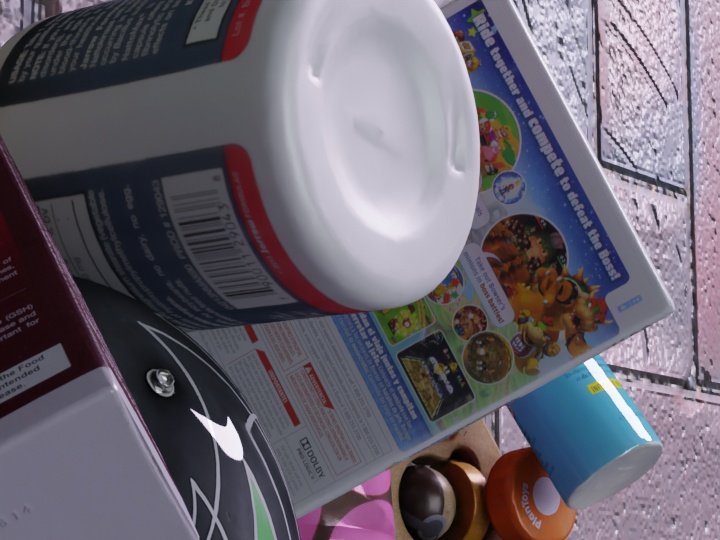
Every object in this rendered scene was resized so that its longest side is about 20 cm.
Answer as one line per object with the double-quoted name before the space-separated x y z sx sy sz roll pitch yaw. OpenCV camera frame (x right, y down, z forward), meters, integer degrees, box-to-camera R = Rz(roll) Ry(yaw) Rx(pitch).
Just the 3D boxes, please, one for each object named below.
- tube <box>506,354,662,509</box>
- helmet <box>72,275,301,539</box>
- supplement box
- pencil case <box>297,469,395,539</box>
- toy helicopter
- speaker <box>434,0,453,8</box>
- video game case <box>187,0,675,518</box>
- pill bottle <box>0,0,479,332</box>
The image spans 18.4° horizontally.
"tube" 0.064 0.014 1.019 0.201 0.050 0.077 58 21 22
"helmet" -0.109 0.106 0.715 0.190 0.199 0.201 -37 114 -35
"supplement box" -0.129 0.025 0.621 0.200 0.108 0.061 56 -8 53
"pencil case" -0.037 0.030 0.917 0.094 0.090 0.202 147 -60 -81
"toy helicopter" 0.004 0.065 0.996 0.132 0.079 0.201 -29 98 -43
"speaker" 0.024 -0.137 1.020 0.200 0.081 0.082 -46 120 -53
"video game case" 0.000 0.000 0.854 0.144 0.199 0.018 62 10 8
"pill bottle" -0.069 -0.037 0.782 0.119 0.199 0.121 12 75 -53
